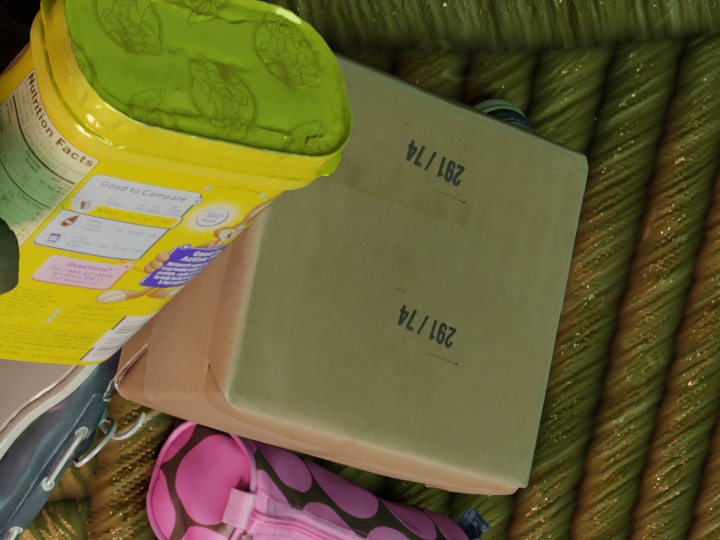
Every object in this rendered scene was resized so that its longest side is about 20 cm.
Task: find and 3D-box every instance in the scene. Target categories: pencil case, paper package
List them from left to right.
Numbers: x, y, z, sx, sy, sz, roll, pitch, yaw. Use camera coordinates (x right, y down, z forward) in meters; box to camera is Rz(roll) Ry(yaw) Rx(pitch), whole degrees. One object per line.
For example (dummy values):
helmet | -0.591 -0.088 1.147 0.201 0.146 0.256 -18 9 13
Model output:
pencil case | -0.022 0.147 1.467 0.200 0.094 0.091 25 100 -40
paper package | 0.000 0.000 1.324 0.200 0.103 0.191 17 80 -34

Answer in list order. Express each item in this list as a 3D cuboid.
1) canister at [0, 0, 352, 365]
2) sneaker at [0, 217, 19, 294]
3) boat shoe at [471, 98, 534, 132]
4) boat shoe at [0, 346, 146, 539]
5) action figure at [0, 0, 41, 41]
canister | -0.120 -0.040 1.201 0.148 0.087 0.200 9 144 -37
sneaker | -0.226 -0.053 1.147 0.067 0.200 0.090 -20 120 -43
boat shoe | 0.047 0.004 1.453 0.072 0.066 0.201 24 100 -40
boat shoe | -0.162 0.077 1.340 0.062 0.075 0.200 36 88 -42
action figure | -0.139 -0.124 1.245 0.130 0.069 0.200 -33 126 -8
